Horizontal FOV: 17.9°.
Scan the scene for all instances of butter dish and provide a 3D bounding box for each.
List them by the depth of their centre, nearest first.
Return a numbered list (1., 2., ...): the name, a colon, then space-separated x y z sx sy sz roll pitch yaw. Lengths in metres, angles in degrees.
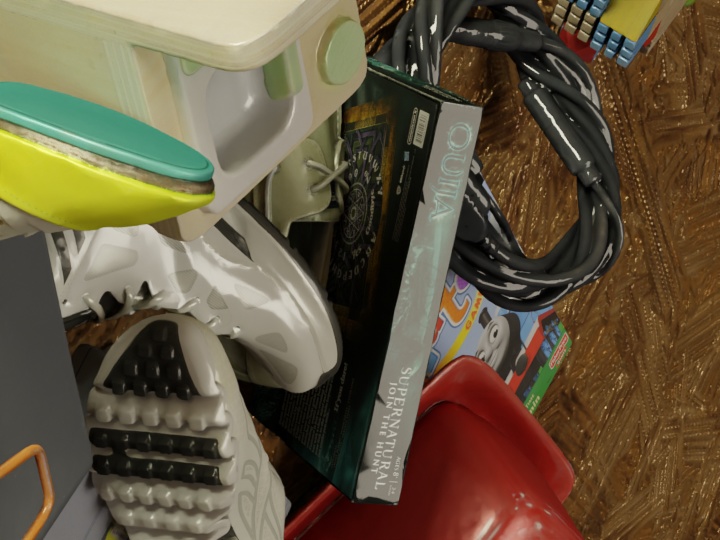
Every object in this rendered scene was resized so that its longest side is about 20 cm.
1. butter dish: 0.057 0.182 1.271 0.200 0.148 0.199 -44 142 -2

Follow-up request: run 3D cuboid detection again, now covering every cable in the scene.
1. cable: 0.080 -0.073 1.264 0.200 0.051 0.163 48 46 -26

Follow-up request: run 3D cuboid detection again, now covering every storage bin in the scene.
1. storage bin: -0.174 0.052 0.902 0.134 0.145 0.200 -53 146 -45

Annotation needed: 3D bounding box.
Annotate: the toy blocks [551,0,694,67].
1. toy blocks: 0.165 -0.182 1.323 0.137 0.100 0.200 -52 170 -27

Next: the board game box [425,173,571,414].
1. board game box: 0.051 0.051 1.337 0.151 0.037 0.200 -60 146 -18

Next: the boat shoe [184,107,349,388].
1. boat shoe: -0.035 -0.039 1.130 0.072 0.062 0.200 -7 112 -56

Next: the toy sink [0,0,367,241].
1. toy sink: -0.075 -0.097 0.905 0.130 0.200 0.112 -47 141 -36

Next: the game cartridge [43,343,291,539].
1. game cartridge: -0.110 0.133 1.088 0.133 0.041 0.200 -60 146 -11

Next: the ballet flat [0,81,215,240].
1. ballet flat: -0.150 -0.049 0.833 0.067 0.200 0.067 -67 173 16

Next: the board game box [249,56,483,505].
1. board game box: 0.000 0.000 1.141 0.028 0.135 0.200 7 103 -27

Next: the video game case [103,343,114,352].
1. video game case: -0.156 0.161 1.085 0.182 0.023 0.200 -38 135 -42

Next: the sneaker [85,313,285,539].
1. sneaker: -0.072 0.094 1.039 0.081 0.075 0.200 -57 150 -47

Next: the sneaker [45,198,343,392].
1. sneaker: -0.098 0.006 1.032 0.115 0.076 0.201 -48 120 -20
